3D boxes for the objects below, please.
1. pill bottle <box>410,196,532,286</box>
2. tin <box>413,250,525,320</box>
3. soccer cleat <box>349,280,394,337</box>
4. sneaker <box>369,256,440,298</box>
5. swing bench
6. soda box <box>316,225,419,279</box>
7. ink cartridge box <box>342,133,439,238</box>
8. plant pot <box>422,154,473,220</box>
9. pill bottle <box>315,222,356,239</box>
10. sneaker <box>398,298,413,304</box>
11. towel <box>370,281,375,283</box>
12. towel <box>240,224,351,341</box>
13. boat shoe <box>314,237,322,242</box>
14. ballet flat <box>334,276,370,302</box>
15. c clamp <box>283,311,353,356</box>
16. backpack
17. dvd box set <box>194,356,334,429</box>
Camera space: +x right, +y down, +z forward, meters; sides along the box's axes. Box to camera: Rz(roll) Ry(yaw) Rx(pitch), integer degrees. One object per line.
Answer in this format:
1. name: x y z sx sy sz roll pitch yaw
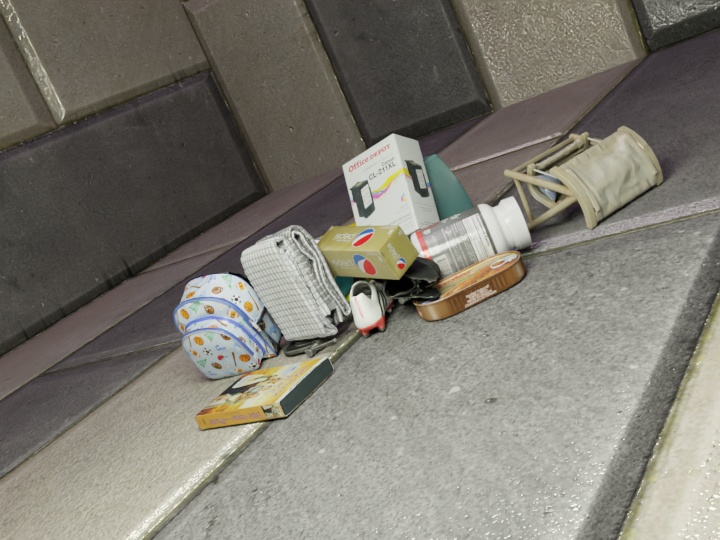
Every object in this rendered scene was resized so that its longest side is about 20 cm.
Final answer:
1. pill bottle: 0.200 -0.050 1.602 0.199 0.117 0.116 -23 13 5
2. tin: 0.185 0.026 1.502 0.199 0.042 0.112 -26 17 -2
3. soccer cleat: 0.016 0.051 1.606 0.068 0.086 0.200 -22 13 12
4. sneaker: 0.059 0.008 1.530 0.198 0.061 0.104 8 22 30
5. swing bench: 0.418 -0.175 1.670 0.198 0.131 0.200 -30 14 -25
6. soda box: 0.005 -0.032 1.517 0.199 0.068 0.064 2 47 53
7. ink cartridge box: 0.058 -0.139 1.716 0.145 0.202 0.082 -28 -22 37
8. plant pot: 0.137 -0.121 1.814 0.141 0.201 0.141 -14 17 40
9. pill bottle: 0.001 -0.053 1.997 0.199 0.112 0.111 -20 13 16
10. sneaker: 0.083 -0.003 1.682 0.078 0.091 0.200 -25 9 -2
11. towel: -0.063 0.013 1.856 0.149 0.031 0.200 29 44 27
12. towel: -0.112 0.024 1.590 0.085 0.201 0.165 -38 12 -30
13. boat shoe: -0.010 -0.053 1.851 0.197 0.069 0.074 7 -21 0
14. ballet flat: 0.000 0.000 1.672 0.067 0.067 0.200 -13 -30 -54
15. c clamp: -0.059 0.111 1.654 0.170 0.027 0.200 -22 13 36
16. backpack: -0.259 0.101 1.679 0.199 0.191 0.155 -18 30 25
17. dvd box set: -0.157 0.201 1.449 0.199 0.030 0.146 -15 16 39
